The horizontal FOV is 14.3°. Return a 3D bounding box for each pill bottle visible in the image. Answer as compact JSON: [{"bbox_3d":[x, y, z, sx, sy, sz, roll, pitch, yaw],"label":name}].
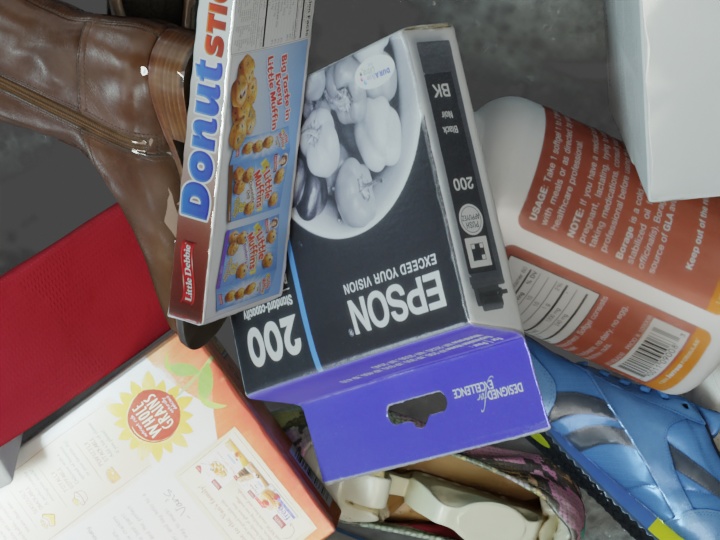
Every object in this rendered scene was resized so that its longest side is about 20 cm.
[{"bbox_3d":[0.101,-0.022,1.493,0.199,0.112,0.113,24,108,-12],"label":"pill bottle"}]

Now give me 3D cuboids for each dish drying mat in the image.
[{"bbox_3d":[-0.158,0.028,1.468,0.018,0.200,0.077,-6,110,40],"label":"dish drying mat"}]

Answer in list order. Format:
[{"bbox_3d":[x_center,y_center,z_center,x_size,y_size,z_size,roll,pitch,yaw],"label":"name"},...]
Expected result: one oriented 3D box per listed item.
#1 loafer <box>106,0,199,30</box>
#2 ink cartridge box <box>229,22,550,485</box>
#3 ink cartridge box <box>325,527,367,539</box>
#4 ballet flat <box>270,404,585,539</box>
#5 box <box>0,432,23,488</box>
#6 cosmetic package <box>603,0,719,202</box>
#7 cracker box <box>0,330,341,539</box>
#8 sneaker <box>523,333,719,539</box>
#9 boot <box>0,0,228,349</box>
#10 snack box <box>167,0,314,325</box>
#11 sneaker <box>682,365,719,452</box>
[{"bbox_3d":[-0.107,-0.183,1.444,0.071,0.063,0.201,-7,111,-1],"label":"loafer"},{"bbox_3d":[0.000,0.000,1.424,0.043,0.198,0.201,-10,84,-36],"label":"ink cartridge box"},{"bbox_3d":[-0.007,0.273,1.580,0.146,0.146,0.201,23,108,-13],"label":"ink cartridge box"},{"bbox_3d":[0.030,0.119,1.564,0.199,0.071,0.070,13,103,-8],"label":"ballet flat"},{"bbox_3d":[-0.261,0.021,1.477,0.097,0.125,0.201,-24,110,8],"label":"box"},{"bbox_3d":[0.151,-0.154,1.426,0.051,0.151,0.201,-6,112,-3],"label":"cosmetic package"},{"bbox_3d":[-0.128,0.136,1.519,0.200,0.058,0.134,-35,93,5],"label":"cracker box"},{"bbox_3d":[0.142,0.085,1.554,0.200,0.066,0.078,42,83,4],"label":"sneaker"},{"bbox_3d":[-0.152,-0.067,1.456,0.199,0.064,0.187,18,125,28],"label":"boot"},{"bbox_3d":[-0.055,-0.077,1.385,0.024,0.072,0.201,16,109,28],"label":"snack box"},{"bbox_3d":[0.222,0.042,1.544,0.076,0.081,0.201,3,113,-7],"label":"sneaker"}]
